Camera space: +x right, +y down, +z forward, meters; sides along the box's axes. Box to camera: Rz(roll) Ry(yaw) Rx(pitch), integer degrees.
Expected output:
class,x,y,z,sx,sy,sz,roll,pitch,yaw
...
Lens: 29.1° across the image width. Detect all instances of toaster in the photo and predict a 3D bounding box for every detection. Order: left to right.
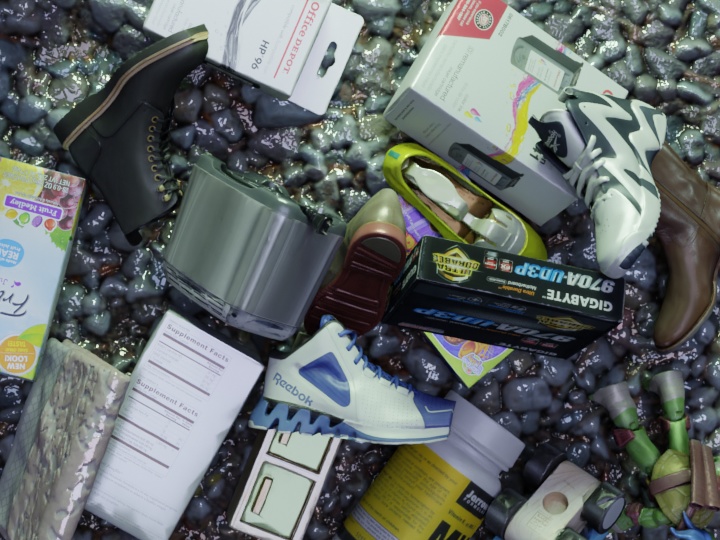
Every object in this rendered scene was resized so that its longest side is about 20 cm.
class,x,y,z,sx,sy,sz,roll,pitch,yaw
toaster,-0.102,-0.020,1.324,0.113,0.199,0.130,18,99,-45

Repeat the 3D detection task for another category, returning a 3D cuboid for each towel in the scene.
class,x,y,z,sx,sy,sz,roll,pitch,yaw
towel,-0.289,0.172,1.303,0.032,0.191,0.202,20,89,-30

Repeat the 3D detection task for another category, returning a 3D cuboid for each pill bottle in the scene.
class,x,y,z,sx,sy,sz,roll,pitch,yaw
pill bottle,0.070,0.228,1.390,0.114,0.114,0.201,36,88,-8

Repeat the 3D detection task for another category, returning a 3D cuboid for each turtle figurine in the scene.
class,x,y,z,sx,sy,sz,roll,pitch,yaw
turtle figurine,0.308,0.215,1.443,0.143,0.200,0.196,-20,73,17

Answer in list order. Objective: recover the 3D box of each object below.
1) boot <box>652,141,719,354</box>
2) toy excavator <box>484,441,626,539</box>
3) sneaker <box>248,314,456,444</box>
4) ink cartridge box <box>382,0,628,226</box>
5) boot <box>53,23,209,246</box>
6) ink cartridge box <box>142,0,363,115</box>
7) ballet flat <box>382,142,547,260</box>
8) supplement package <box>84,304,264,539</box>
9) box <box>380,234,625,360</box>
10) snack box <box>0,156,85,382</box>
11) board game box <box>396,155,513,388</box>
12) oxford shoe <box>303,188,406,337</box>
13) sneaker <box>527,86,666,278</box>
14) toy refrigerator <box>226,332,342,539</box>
class,x,y,z,sx,sy,sz,roll,pitch,yaw
boot,0.289,-0.041,1.413,0.199,0.064,0.187,36,73,-23
toy excavator,0.181,0.306,1.404,0.099,0.201,0.194,30,62,31
sneaker,-0.005,0.102,1.318,0.197,0.081,0.116,5,88,2
ink cartridge box,0.145,-0.166,1.378,0.199,0.086,0.148,32,67,-7
boot,-0.188,-0.128,1.319,0.199,0.077,0.139,-34,87,36
ink cartridge box,-0.101,-0.245,1.368,0.198,0.068,0.117,24,90,-9
ballet flat,0.105,-0.054,1.360,0.199,0.067,0.067,37,86,-8
supplement package,-0.189,0.148,1.351,0.109,0.114,0.201,30,89,-7
box,0.132,0.029,1.319,0.198,0.159,0.046,12,71,-9
snack box,-0.368,-0.009,1.331,0.167,0.068,0.202,14,83,-8
board game box,0.096,0.000,1.418,0.134,0.045,0.200,-40,97,-4
oxford shoe,0.000,0.000,1.357,0.070,0.200,0.075,21,50,-14
sneaker,0.209,-0.093,1.284,0.129,0.080,0.201,22,60,-9
toy refrigerator,-0.062,0.171,1.392,0.075,0.070,0.202,23,90,-8
